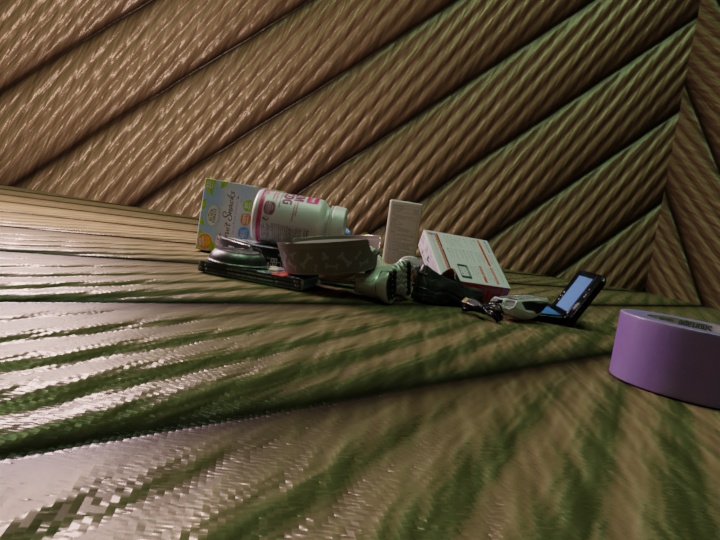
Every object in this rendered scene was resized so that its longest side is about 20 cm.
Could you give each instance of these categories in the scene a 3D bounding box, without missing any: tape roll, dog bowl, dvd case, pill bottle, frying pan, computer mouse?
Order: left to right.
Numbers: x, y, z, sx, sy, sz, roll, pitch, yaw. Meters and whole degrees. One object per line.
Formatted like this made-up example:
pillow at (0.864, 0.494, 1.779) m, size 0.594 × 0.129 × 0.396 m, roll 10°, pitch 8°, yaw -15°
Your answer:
frying pan at (-0.203, -0.023, 1.274) m, size 0.113 × 0.032 × 0.188 m, roll 14°, pitch 9°, yaw 37°
dvd case at (-0.185, 0.005, 1.262) m, size 0.196 × 0.023 × 0.146 m, roll 11°, pitch 5°, yaw 6°
pill bottle at (-0.131, -0.104, 1.469) m, size 0.195 × 0.116 × 0.113 m, roll 10°, pitch 5°, yaw 2°
dog bowl at (-0.057, -0.031, 1.253) m, size 0.195 × 0.060 × 0.200 m, roll -3°, pitch 6°, yaw 0°
computer mouse at (0.290, 0.075, 1.305) m, size 0.197 × 0.045 × 0.109 m, roll -1°, pitch 5°, yaw -35°
tape roll at (0.430, 0.112, 0.870) m, size 0.195 × 0.087 × 0.200 m, roll 9°, pitch 4°, yaw -1°

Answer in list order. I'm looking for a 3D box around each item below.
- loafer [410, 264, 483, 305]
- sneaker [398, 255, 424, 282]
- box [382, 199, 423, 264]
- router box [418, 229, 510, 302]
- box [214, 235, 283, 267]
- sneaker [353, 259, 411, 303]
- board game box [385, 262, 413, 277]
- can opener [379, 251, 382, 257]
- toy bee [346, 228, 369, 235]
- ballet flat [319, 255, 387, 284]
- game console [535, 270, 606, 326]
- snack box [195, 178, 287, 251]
loafer at (0.189, 0.032, 1.392) m, size 0.198 × 0.074 × 0.072 m, roll 6°, pitch 4°, yaw -44°
sneaker at (0.164, 0.013, 1.680) m, size 0.196 × 0.077 × 0.115 m, roll 6°, pitch 12°, yaw 27°
box at (0.110, -0.084, 1.821) m, size 0.093 × 0.205 × 0.078 m, roll 9°, pitch 4°, yaw 2°
router box at (0.244, -0.010, 1.617) m, size 0.176 × 0.050 × 0.202 m, roll 9°, pitch 34°, yaw -15°
box at (-0.198, -0.031, 1.479) m, size 0.197 × 0.051 × 0.156 m, roll 7°, pitch 6°, yaw -38°
sneaker at (0.049, 0.017, 1.295) m, size 0.079 × 0.077 × 0.199 m, roll 1°, pitch 3°, yaw 21°
board game box at (0.000, 0.000, 1.545) m, size 0.197 × 0.047 × 0.151 m, roll 6°, pitch 5°, yaw -34°
can opener at (-0.044, -0.048, 1.539) m, size 0.197 × 0.054 × 0.067 m, roll 11°, pitch -27°, yaw 30°
toy bee at (-0.026, -0.049, 1.689) m, size 0.130 × 0.110 × 0.200 m, roll -32°, pitch 5°, yaw 18°
ballet flat at (0.006, 0.001, 1.388) m, size 0.195 × 0.074 × 0.068 m, roll 10°, pitch 6°, yaw -6°
game console at (0.411, 0.048, 1.458) m, size 0.116 × 0.177 × 0.200 m, roll 37°, pitch 6°, yaw 1°
snack box at (-0.284, -0.119, 1.623) m, size 0.195 × 0.173 × 0.068 m, roll 8°, pitch 1°, yaw -4°
